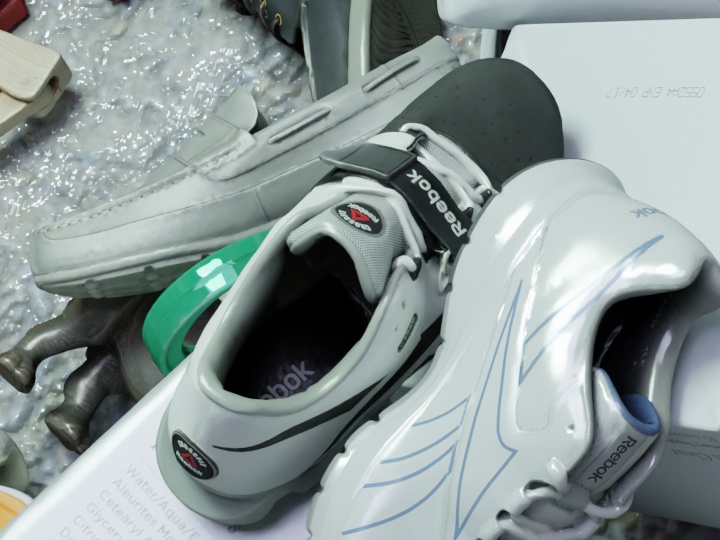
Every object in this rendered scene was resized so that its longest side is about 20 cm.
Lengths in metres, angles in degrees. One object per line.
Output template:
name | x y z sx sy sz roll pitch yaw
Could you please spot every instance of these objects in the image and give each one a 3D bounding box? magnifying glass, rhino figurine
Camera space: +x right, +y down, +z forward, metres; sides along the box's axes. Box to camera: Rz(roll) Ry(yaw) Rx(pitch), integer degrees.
magnifying glass | 0.000 0.000 1.135 0.200 0.080 0.022 -19 62 -32
rhino figurine | -0.054 0.062 1.158 0.200 0.060 0.087 30 65 27

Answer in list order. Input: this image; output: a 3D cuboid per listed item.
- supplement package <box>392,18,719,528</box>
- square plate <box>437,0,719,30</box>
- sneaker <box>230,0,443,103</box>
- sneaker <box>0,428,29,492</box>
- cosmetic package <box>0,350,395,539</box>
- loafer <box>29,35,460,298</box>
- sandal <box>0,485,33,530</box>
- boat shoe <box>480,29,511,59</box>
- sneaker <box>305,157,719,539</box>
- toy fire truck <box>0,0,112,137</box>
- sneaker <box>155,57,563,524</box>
supplement package | 0.124 0.003 0.993 0.200 0.111 0.156 5 67 56
square plate | 0.134 -0.187 1.057 0.199 0.028 0.199 3 96 -6
sneaker | -0.025 -0.115 1.254 0.106 0.075 0.201 -17 58 25
sneaker | -0.206 0.134 1.157 0.088 0.081 0.201 14 70 24
cosmetic package | -0.041 0.142 1.019 0.200 0.165 0.165 -43 77 -5
loafer | -0.045 -0.041 1.148 0.199 0.070 0.070 -18 82 -4
sandal | -0.229 0.110 1.100 0.206 0.059 0.079 2 63 11
boat shoe | 0.085 -0.137 1.107 0.072 0.069 0.201 23 115 13
sneaker | 0.048 0.062 0.887 0.087 0.074 0.201 26 93 52
toy fire truck | -0.178 -0.110 1.305 0.199 0.049 0.141 -23 57 4
sneaker | 0.010 -0.005 0.930 0.074 0.089 0.200 34 66 9
